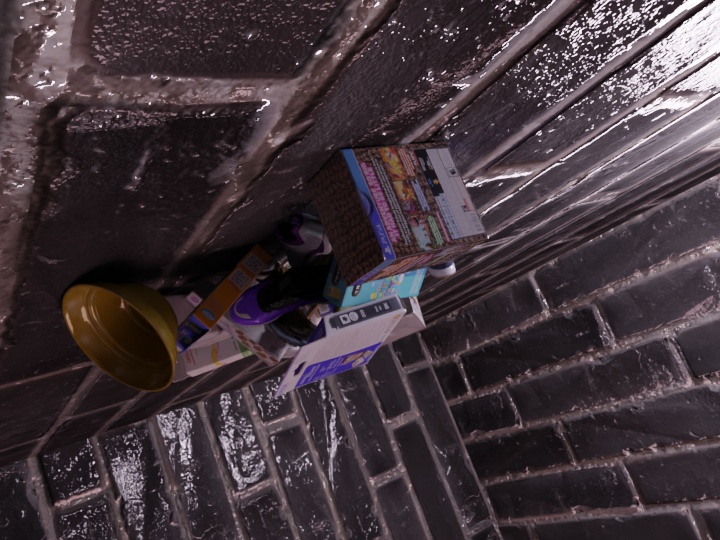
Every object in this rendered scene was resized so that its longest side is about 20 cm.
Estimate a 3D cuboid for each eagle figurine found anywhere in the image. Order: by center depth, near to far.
[{"bbox_3d":[-0.128,0.083,1.166,0.151,0.200,0.151,-8,162,-43],"label":"eagle figurine"}]

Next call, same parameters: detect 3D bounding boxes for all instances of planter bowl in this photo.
[{"bbox_3d":[-0.340,0.081,0.925,0.200,0.200,0.084,-32,-166,41],"label":"planter bowl"}]

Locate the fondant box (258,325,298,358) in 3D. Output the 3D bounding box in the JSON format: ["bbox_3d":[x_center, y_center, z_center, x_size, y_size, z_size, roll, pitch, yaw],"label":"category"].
[{"bbox_3d":[-0.189,0.120,1.367,0.058,0.145,0.200,-24,168,10],"label":"fondant box"}]

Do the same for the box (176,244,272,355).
[{"bbox_3d":[-0.234,0.051,0.995,0.119,0.041,0.200,-35,-167,48],"label":"box"}]

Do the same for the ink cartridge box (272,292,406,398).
[{"bbox_3d":[-0.045,0.126,1.014,0.200,0.043,0.198,-17,154,-32],"label":"ink cartridge box"}]

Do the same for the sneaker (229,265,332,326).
[{"bbox_3d":[-0.124,0.032,0.998,0.200,0.070,0.100,-18,165,-3],"label":"sneaker"}]

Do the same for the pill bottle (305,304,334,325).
[{"bbox_3d":[-0.030,0.059,1.452,0.199,0.116,0.116,-21,168,-2],"label":"pill bottle"}]

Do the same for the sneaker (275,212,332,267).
[{"bbox_3d":[-0.102,-0.055,0.993,0.087,0.075,0.200,18,160,-18],"label":"sneaker"}]

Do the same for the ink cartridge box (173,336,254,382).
[{"bbox_3d":[-0.330,0.152,1.318,0.200,0.117,0.067,-20,168,-11],"label":"ink cartridge box"}]

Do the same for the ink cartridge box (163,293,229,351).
[{"bbox_3d":[-0.332,0.101,1.147,0.146,0.083,0.200,-22,170,29],"label":"ink cartridge box"}]

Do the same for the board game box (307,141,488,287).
[{"bbox_3d":[0.054,-0.083,0.857,0.200,0.160,0.097,-12,165,-37],"label":"board game box"}]

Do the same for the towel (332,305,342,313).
[{"bbox_3d":[0.000,0.000,1.150,0.144,0.023,0.200,-33,142,-45],"label":"towel"}]

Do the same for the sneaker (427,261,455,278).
[{"bbox_3d":[0.153,-0.058,1.414,0.070,0.109,0.200,-22,-161,-12],"label":"sneaker"}]

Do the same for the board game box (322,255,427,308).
[{"bbox_3d":[0.041,-0.025,0.999,0.200,0.047,0.151,-5,119,-48],"label":"board game box"}]

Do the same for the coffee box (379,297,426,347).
[{"bbox_3d":[0.053,0.043,1.294,0.114,0.200,0.080,-23,143,14],"label":"coffee box"}]

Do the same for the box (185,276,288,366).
[{"bbox_3d":[-0.218,0.093,1.092,0.039,0.200,0.041,-33,-159,49],"label":"box"}]

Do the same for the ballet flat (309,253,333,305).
[{"bbox_3d":[-0.062,-0.024,1.110,0.200,0.065,0.071,-47,155,-28],"label":"ballet flat"}]

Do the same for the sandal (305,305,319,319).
[{"bbox_3d":[-0.090,0.018,1.322,0.212,0.070,0.078,-50,-168,32],"label":"sandal"}]
